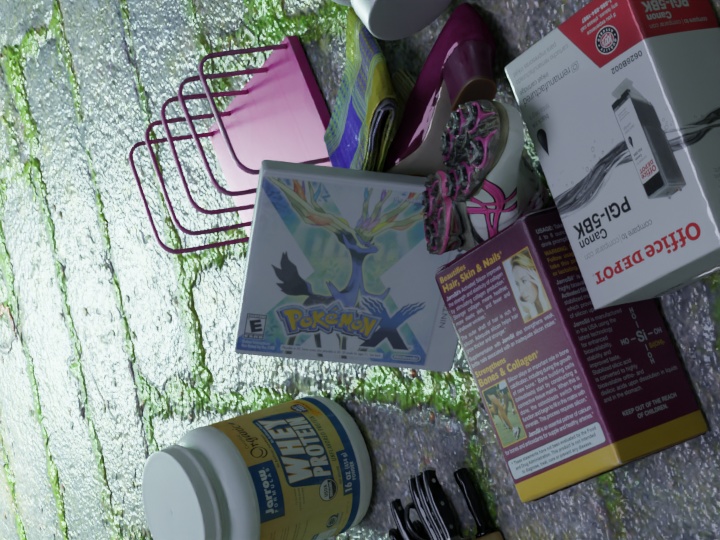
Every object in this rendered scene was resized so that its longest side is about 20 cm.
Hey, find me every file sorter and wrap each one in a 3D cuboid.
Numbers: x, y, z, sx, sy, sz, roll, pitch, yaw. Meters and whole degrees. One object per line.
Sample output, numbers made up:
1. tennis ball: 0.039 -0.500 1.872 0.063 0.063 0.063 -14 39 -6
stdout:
1. file sorter: -0.132 -0.118 1.558 0.200 0.124 0.140 -40 68 52

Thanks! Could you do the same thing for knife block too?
1. knife block: 0.103 0.277 1.405 0.199 0.064 0.177 31 125 46

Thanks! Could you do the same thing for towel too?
1. towel: -0.003 -0.133 1.385 0.201 0.023 0.145 -103 22 -55

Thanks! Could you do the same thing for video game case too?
1. video game case: 0.000 0.000 1.338 0.022 0.198 0.184 -101 20 -59

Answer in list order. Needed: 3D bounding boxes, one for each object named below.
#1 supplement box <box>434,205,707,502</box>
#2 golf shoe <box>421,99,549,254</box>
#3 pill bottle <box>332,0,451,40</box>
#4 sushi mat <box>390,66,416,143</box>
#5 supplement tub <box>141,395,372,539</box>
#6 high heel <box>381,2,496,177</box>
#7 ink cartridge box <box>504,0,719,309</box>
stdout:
1. supplement box: 0.161 0.062 1.221 0.131 0.102 0.202 -33 74 54
2. golf shoe: 0.106 -0.076 1.219 0.200 0.091 0.073 109 157 -67
3. pill bottle: -0.004 -0.297 1.326 0.201 0.119 0.120 58 141 25
4. sushi mat: 0.071 -0.080 1.381 0.201 0.012 0.096 55 139 28
5. supplement tub: -0.103 0.215 1.558 0.144 0.199 0.146 22 118 49
6. high heel: 0.061 -0.131 1.342 0.200 0.067 0.097 -50 34 41
7. ink cartridge box: 0.206 -0.091 1.127 0.147 0.082 0.202 -34 72 53
